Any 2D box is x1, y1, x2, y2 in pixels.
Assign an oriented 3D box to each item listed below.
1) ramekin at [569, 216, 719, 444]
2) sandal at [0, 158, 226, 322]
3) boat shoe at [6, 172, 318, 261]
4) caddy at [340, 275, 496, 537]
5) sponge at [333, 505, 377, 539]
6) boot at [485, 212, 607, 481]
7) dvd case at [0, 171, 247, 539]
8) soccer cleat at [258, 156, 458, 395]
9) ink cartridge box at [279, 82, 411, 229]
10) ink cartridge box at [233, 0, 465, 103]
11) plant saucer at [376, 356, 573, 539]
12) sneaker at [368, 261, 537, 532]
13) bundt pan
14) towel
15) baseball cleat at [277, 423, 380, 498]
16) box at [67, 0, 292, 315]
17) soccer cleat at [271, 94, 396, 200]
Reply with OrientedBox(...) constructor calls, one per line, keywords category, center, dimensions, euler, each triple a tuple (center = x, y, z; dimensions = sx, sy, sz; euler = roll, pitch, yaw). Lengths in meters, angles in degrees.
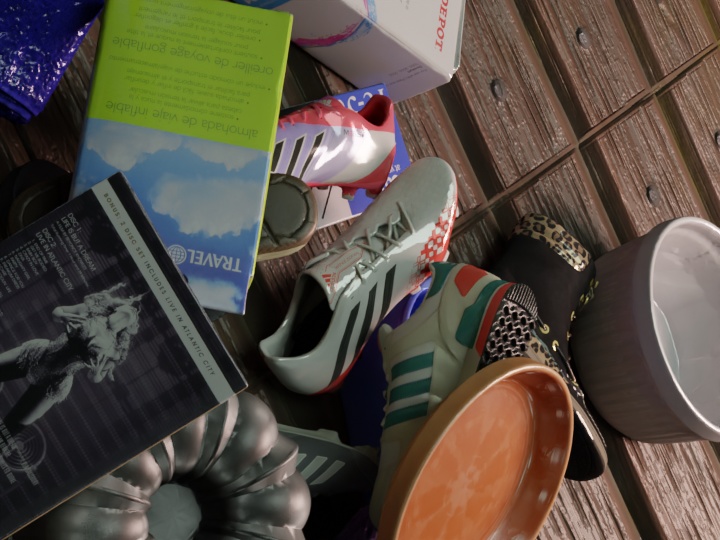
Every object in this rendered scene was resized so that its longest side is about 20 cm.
OrientedBox(category="ramekin", center=(0.275, 0.060, 1.629), dimensions=(0.199, 0.105, 0.202), euler=(21, 61, -43))
OrientedBox(category="sandal", center=(-0.152, -0.014, 1.227), dimensions=(0.199, 0.043, 0.077), euler=(24, 59, -41))
OrientedBox(category="boat shoe", center=(-0.130, -0.022, 1.182), dimensions=(0.198, 0.076, 0.072), euler=(1, 76, -13))
OrientedBox(category="caddy", center=(0.068, 0.105, 1.379), dimensions=(0.141, 0.104, 0.202), euler=(-2, 78, -47))
OrientedBox(category="sponge", center=(0.029, 0.281, 1.328), dimensions=(0.112, 0.030, 0.201), euler=(-44, 109, -46))
OrientedBox(category="boot", center=(0.162, 0.062, 1.532), dimensions=(0.200, 0.073, 0.151), euler=(50, 44, -15))
OrientedBox(category="dvd case", center=(-0.187, 0.056, 1.066), dimensions=(0.199, 0.016, 0.149), euler=(-32, 89, -4))
OrientedBox(category="soccer cleat", center=(0.000, 0.000, 1.309), dimensions=(0.201, 0.068, 0.085), euler=(-54, 146, 1))
OrientedBox(category="ink cartridge box", center=(-0.041, -0.077, 1.374), dimensions=(0.199, 0.044, 0.095), euler=(-20, 93, -50))
OrientedBox(category="ink cartridge box", center=(-0.010, -0.244, 1.442), dimensions=(0.199, 0.084, 0.146), euler=(31, 55, -36))
OrientedBox(category="plant saucer", center=(0.076, 0.152, 1.263), dimensions=(0.200, 0.032, 0.202), euler=(-31, 134, -38))
OrientedBox(category="sneaker", center=(0.045, 0.087, 1.290), dimensions=(0.070, 0.093, 0.201), euler=(22, 94, -56))
OrientedBox(category="bundt pan", center=(-0.114, 0.153, 1.133), dimensions=(0.200, 0.076, 0.204), euler=(3, 84, -31))
OrientedBox(category="towel", center=(-0.247, -0.186, 1.124), dimensions=(0.199, 0.050, 0.148), euler=(28, 99, -41))
OrientedBox(category="baseball cleat", center=(-0.068, 0.148, 1.257), dimensions=(0.199, 0.069, 0.107), euler=(22, 74, -37))
OrientedBox(category="box", center=(-0.115, -0.073, 1.133), dimensions=(0.121, 0.048, 0.202), euler=(10, 73, -7))
OrientedBox(category="soccer cleat", center=(-0.043, -0.089, 1.281), dimensions=(0.199, 0.066, 0.077), euler=(-4, 107, -53))
